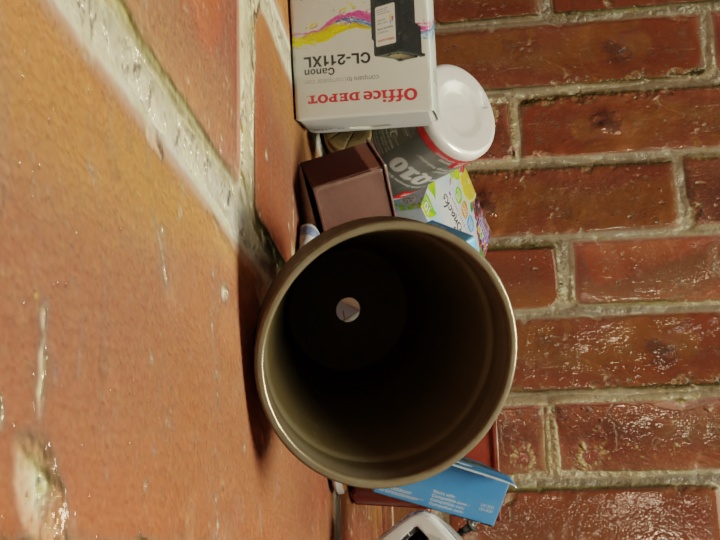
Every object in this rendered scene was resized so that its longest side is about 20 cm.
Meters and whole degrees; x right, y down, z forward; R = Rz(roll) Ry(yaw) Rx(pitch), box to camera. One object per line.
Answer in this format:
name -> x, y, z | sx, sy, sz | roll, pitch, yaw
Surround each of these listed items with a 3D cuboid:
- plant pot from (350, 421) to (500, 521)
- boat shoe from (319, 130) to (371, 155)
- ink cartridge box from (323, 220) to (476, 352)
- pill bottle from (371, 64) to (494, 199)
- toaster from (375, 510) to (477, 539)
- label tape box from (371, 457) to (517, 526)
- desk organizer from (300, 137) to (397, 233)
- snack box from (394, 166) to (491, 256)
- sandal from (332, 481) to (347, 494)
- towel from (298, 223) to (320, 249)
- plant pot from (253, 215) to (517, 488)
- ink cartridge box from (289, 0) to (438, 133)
plant pot -> 0.083, 0.231, 1.365 | 0.201, 0.192, 0.204 | -3, 90, -84
boat shoe -> -0.024, -0.190, 1.185 | 0.065, 0.072, 0.202 | 103, -9, -48
ink cartridge box -> 0.028, 0.048, 1.009 | 0.066, 0.199, 0.117 | 26, -45, 43
pill bottle -> 0.054, -0.152, 1.219 | 0.199, 0.113, 0.115 | -25, -120, 50
toaster -> 0.057, 0.344, 1.129 | 0.114, 0.200, 0.129 | 47, -6, 24
label tape box -> 0.083, 0.236, 1.156 | 0.200, 0.142, 0.067 | 138, -31, -85
desk organizer -> 0.001, -0.025, 1.073 | 0.072, 0.076, 0.202 | -117, -168, -58
snack box -> 0.111, -0.064, 1.372 | 0.201, 0.052, 0.143 | 60, 41, -41
sandal -> -0.002, 0.158, 1.138 | 0.079, 0.058, 0.209 | -86, 178, -67
towel -> -0.044, 0.072, 1.012 | 0.148, 0.023, 0.202 | 79, 10, -51
plant pot -> 0.004, 0.050, 0.828 | 0.173, 0.197, 0.203 | -143, -132, -75
ink cartridge box -> 0.004, -0.252, 1.062 | 0.083, 0.144, 0.203 | -1, 87, -83
